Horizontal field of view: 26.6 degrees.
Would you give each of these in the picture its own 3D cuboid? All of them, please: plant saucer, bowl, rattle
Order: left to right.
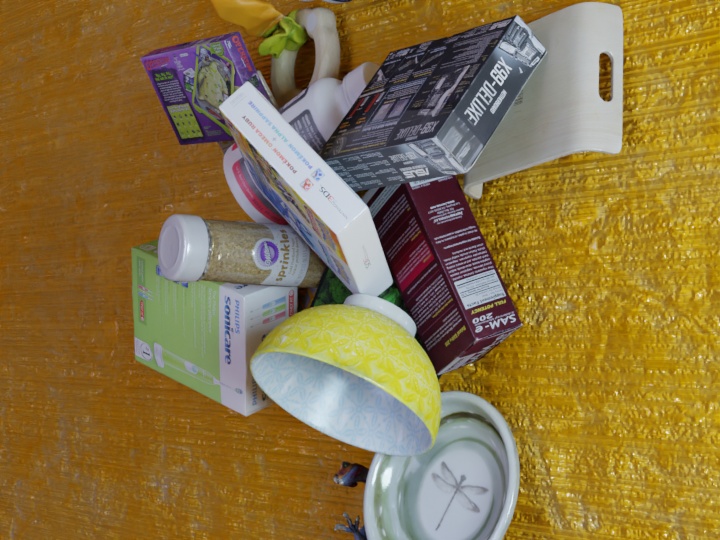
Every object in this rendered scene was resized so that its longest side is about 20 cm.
[{"bbox_3d":[-0.097,-0.207,1.740,0.129,0.142,0.203,9,91,39],"label":"rattle"},{"bbox_3d":[0.000,0.089,1.514,0.199,0.200,0.108,-10,48,53],"label":"bowl"},{"bbox_3d":[0.090,0.224,1.525,0.199,0.050,0.202,-23,55,37],"label":"plant saucer"}]

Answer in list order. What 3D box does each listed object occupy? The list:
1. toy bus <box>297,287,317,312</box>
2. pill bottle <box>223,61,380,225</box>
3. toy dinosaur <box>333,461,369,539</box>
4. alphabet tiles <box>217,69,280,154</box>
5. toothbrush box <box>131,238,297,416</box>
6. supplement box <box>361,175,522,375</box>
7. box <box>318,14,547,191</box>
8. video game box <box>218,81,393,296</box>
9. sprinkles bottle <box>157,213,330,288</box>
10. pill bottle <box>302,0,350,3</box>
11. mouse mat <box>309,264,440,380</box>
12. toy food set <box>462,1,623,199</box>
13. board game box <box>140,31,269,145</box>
[{"bbox_3d":[0.000,0.000,1.663,0.079,0.065,0.201,59,134,39],"label":"toy bus"},{"bbox_3d":[-0.045,-0.139,1.660,0.199,0.110,0.112,-33,62,27],"label":"pill bottle"},{"bbox_3d":[0.015,0.298,1.629,0.182,0.104,0.202,-112,26,-57],"label":"toy dinosaur"},{"bbox_3d":[-0.127,-0.158,1.797,0.166,0.006,0.201,-11,110,58],"label":"alphabet tiles"},{"bbox_3d":[-0.168,0.057,1.734,0.199,0.086,0.147,21,120,41],"label":"toothbrush box"},{"bbox_3d":[0.078,-0.010,1.514,0.202,0.060,0.109,67,154,13],"label":"supplement box"},{"bbox_3d":[0.063,-0.154,1.443,0.199,0.050,0.158,-6,44,53],"label":"box"},{"bbox_3d":[-0.050,-0.071,1.496,0.182,0.047,0.200,45,171,21],"label":"video game box"},{"bbox_3d":[-0.111,-0.018,1.592,0.068,0.198,0.069,-9,80,56],"label":"sprinkles bottle"},{"bbox_3d":[-0.008,-0.351,1.637,0.199,0.110,0.113,-7,84,53],"label":"pill bottle"},{"bbox_3d":[0.009,0.089,1.618,0.160,0.008,0.201,28,119,8],"label":"mouse mat"},{"bbox_3d":[0.172,-0.157,1.448,0.199,0.060,0.145,-16,66,51],"label":"toy food set"},{"bbox_3d":[-0.179,-0.210,1.787,0.199,0.032,0.121,2,125,54],"label":"board game box"}]
